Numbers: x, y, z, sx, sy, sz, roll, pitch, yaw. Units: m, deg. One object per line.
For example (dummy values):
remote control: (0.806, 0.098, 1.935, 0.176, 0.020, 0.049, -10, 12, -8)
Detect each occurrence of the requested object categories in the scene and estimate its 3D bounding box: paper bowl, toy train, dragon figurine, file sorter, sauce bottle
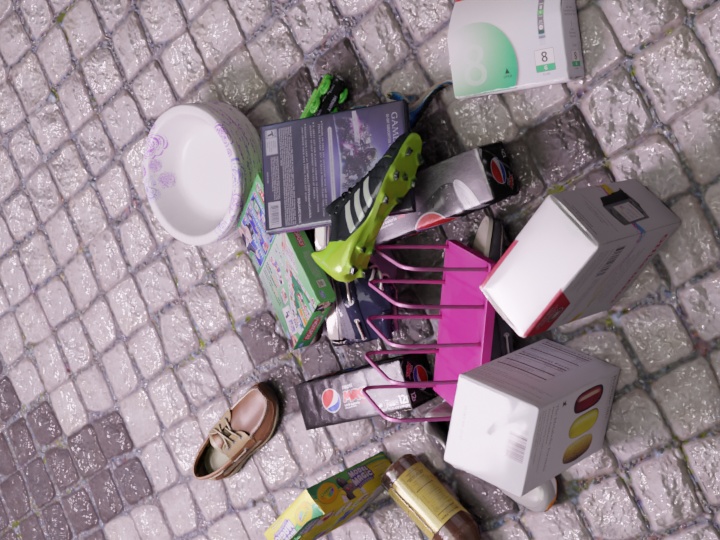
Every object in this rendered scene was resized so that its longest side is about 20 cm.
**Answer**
paper bowl: (-0.212, -0.142, 1.767, 0.199, 0.104, 0.203, 9, 105, 36)
toy train: (-0.079, -0.179, 1.672, 0.201, 0.041, 0.056, -61, 29, 13)
dragon figurine: (0.047, -0.175, 1.578, 0.198, 0.059, 0.100, -18, 88, 19)
file sorter: (0.078, 0.074, 1.512, 0.139, 0.124, 0.202, -143, 55, -67)
sauce bottle: (0.112, 0.335, 1.635, 0.200, 0.064, 0.065, 47, 123, 21)

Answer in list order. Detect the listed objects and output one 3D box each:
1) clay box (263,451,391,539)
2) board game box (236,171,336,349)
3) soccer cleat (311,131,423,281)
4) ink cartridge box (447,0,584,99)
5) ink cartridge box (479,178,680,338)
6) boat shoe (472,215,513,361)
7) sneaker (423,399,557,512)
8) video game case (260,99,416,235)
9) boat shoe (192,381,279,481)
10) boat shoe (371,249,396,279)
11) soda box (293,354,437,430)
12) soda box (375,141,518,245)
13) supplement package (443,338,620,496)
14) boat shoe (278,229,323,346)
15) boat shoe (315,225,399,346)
clay box: (-0.046, 0.321, 1.670, 0.048, 0.199, 0.115, 52, 125, 18)
board game box: (-0.101, -0.013, 1.625, 0.201, 0.029, 0.135, 64, 151, 20)
soccer cleat: (0.006, -0.084, 1.485, 0.081, 0.067, 0.201, 29, 92, 31)
ink cartridge box: (0.176, -0.315, 1.464, 0.160, 0.050, 0.202, -4, 99, 38)
ink cartridge box: (0.247, -0.017, 1.371, 0.086, 0.199, 0.148, 47, 124, 21)
boat shoe: (0.171, 0.033, 1.545, 0.062, 0.073, 0.202, 3, 98, -6)
sneaker: (0.157, 0.243, 1.563, 0.200, 0.092, 0.076, 39, 121, 25)
video game case: (-0.030, -0.129, 1.549, 0.198, 0.019, 0.144, -8, 77, 18)
boat shoe: (-0.191, 0.253, 1.850, 0.076, 0.074, 0.201, 46, 123, 21)
boat shoe: (-0.019, -0.067, 1.651, 0.065, 0.073, 0.202, -23, 83, 34)
soda box: (0.005, 0.166, 1.685, 0.199, 0.063, 0.071, -17, 88, 38)
soda box: (0.097, -0.094, 1.551, 0.199, 0.063, 0.071, -21, 86, 40)
supplement package: (0.204, 0.167, 1.441, 0.109, 0.199, 0.115, 21, 113, 34)
boat shoe: (-0.077, 0.004, 1.712, 0.074, 0.073, 0.202, -10, 87, 36)
boat shoe: (0.000, 0.000, 1.592, 0.092, 0.075, 0.202, -1, 110, 19)
